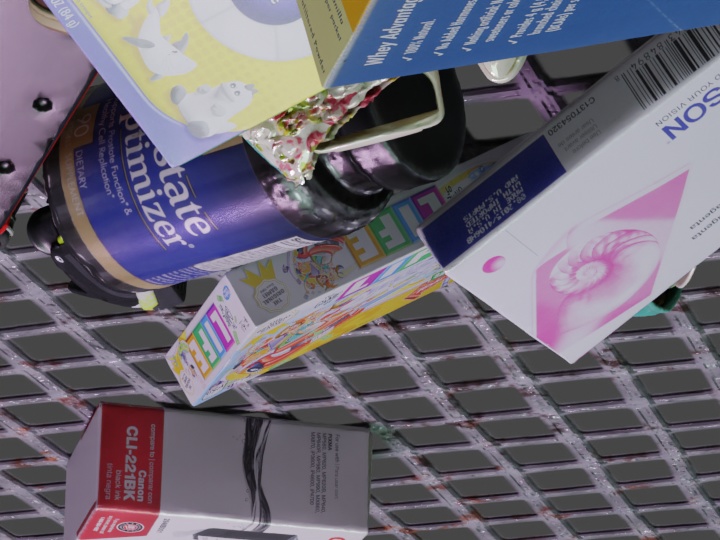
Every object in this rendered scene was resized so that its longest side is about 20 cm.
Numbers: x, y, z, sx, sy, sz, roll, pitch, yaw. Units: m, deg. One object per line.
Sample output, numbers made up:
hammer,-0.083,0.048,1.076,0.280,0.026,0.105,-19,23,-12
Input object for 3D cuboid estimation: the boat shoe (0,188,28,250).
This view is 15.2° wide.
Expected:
boat shoe,-0.248,-0.019,1.518,0.072,0.068,0.200,12,157,-30

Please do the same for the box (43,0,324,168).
box,-0.027,-0.136,1.140,0.200,0.048,0.117,-28,118,18

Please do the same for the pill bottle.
pill bottle,-0.052,-0.062,1.346,0.200,0.112,0.112,-16,153,34

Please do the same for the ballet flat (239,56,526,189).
ballet flat,0.034,-0.102,1.225,0.200,0.064,0.076,-29,178,9

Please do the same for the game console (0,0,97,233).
game console,-0.225,-0.095,1.301,0.177,0.031,0.200,18,134,-20

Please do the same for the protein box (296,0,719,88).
protein box,0.083,-0.179,0.960,0.200,0.135,0.199,-10,162,-19

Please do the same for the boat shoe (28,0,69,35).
boat shoe,-0.059,-0.154,1.197,0.200,0.072,0.072,-6,125,16

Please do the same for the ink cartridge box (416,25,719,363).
ink cartridge box,0.157,-0.036,1.389,0.196,0.043,0.200,-39,143,14

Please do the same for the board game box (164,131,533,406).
board game box,0.000,0.000,1.471,0.200,0.034,0.134,-25,169,-25

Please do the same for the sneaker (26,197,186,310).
sneaker,-0.149,-0.020,1.505,0.083,0.072,0.200,0,158,5

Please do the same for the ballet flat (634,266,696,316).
ballet flat,0.155,-0.022,1.507,0.070,0.067,0.200,-3,164,9

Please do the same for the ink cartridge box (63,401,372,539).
ink cartridge box,-0.104,0.163,1.938,0.200,0.084,0.144,6,157,-14
